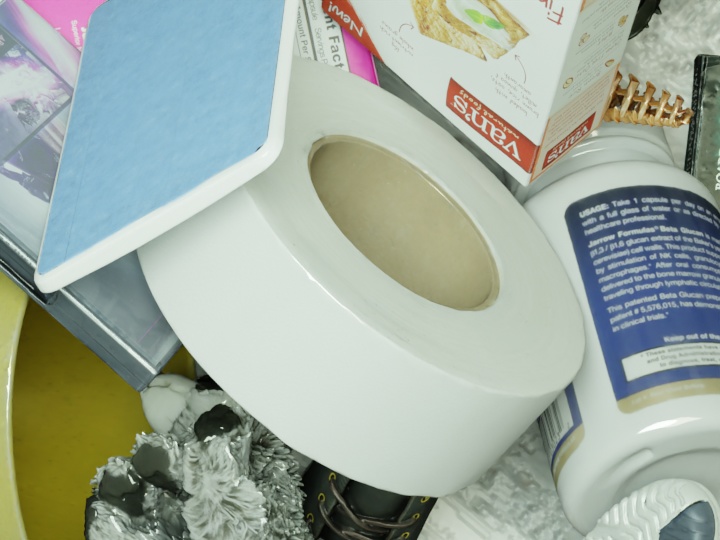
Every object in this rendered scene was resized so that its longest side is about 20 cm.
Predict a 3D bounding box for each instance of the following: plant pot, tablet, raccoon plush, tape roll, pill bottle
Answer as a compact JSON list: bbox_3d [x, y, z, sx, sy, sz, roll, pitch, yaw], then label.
[{"bbox_3d":[-0.179,0.060,1.330,0.141,0.200,0.201,1,83,20],"label":"plant pot"},{"bbox_3d":[-0.077,-0.081,1.231,0.130,0.200,0.014,-29,123,25],"label":"tablet"},{"bbox_3d":[-0.047,0.134,1.312,0.096,0.134,0.201,-25,88,21],"label":"raccoon plush"},{"bbox_3d":[0.000,0.000,1.259,0.202,0.202,0.071,42,118,1],"label":"tape roll"},{"bbox_3d":[0.127,0.020,1.349,0.110,0.111,0.201,-10,55,-5],"label":"pill bottle"}]

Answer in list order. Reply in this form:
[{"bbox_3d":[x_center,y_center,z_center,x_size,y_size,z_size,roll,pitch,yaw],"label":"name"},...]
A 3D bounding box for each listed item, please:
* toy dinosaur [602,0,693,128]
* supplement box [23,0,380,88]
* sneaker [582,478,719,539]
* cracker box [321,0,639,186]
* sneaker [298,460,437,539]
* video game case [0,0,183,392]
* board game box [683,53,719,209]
[{"bbox_3d":[0.093,-0.123,1.376,0.136,0.102,0.200,-47,69,1],"label":"toy dinosaur"},{"bbox_3d":[-0.095,-0.090,1.381,0.199,0.101,0.104,-10,82,-5],"label":"supplement box"},{"bbox_3d":[0.162,0.173,1.327,0.129,0.079,0.200,-11,120,-34],"label":"sneaker"},{"bbox_3d":[0.056,-0.144,1.241,0.134,0.200,0.058,42,63,18],"label":"cracker box"},{"bbox_3d":[-0.012,0.130,1.359,0.075,0.106,0.201,26,84,-1],"label":"sneaker"},{"bbox_3d":[-0.139,-0.050,1.260,0.200,0.143,0.019,41,124,-2],"label":"video game case"},{"bbox_3d":[0.222,-0.001,1.428,0.135,0.028,0.201,7,84,-3],"label":"board game box"}]
